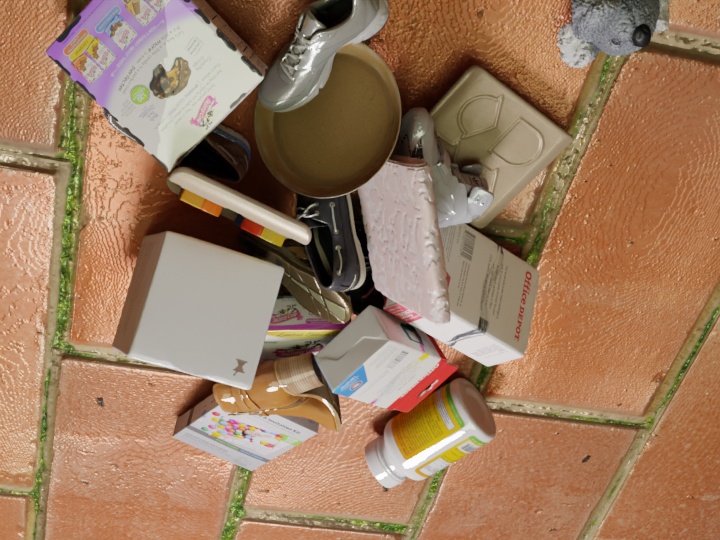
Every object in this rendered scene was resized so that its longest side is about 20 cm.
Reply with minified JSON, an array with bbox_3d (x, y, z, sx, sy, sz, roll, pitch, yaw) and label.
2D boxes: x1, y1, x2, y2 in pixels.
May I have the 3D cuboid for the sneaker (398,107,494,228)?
[{"bbox_3d":[0.110,-0.130,1.368,0.114,0.075,0.201,-8,136,-5],"label":"sneaker"}]

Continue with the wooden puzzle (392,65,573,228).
[{"bbox_3d":[0.156,-0.166,1.422,0.199,0.046,0.185,28,121,-30],"label":"wooden puzzle"}]

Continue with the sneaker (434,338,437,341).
[{"bbox_3d":[0.048,0.092,1.599,0.199,0.067,0.091,-33,120,12],"label":"sneaker"}]

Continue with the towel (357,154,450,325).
[{"bbox_3d":[0.053,-0.048,1.343,0.032,0.191,0.201,-16,108,-20],"label":"towel"}]

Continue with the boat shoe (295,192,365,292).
[{"bbox_3d":[-0.052,-0.068,1.398,0.072,0.201,0.063,-22,175,40],"label":"boat shoe"}]

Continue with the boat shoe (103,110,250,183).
[{"bbox_3d":[-0.233,-0.170,1.361,0.199,0.073,0.072,18,125,-18],"label":"boat shoe"}]

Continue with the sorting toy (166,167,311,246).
[{"bbox_3d":[-0.161,-0.074,1.347,0.184,0.200,0.037,26,86,-12],"label":"sorting toy"}]

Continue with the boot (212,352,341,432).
[{"bbox_3d":[-0.115,0.190,1.549,0.154,0.074,0.200,-17,140,8],"label":"boot"}]

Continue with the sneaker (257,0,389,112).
[{"bbox_3d":[-0.061,-0.274,1.270,0.200,0.076,0.092,-44,162,15],"label":"sneaker"}]

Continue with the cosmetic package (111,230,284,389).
[{"bbox_3d":[-0.222,0.052,1.420,0.166,0.200,0.168,18,84,-19],"label":"cosmetic package"}]

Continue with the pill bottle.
[{"bbox_3d":[0.108,0.268,1.711,0.199,0.111,0.111,-34,124,20],"label":"pill bottle"}]

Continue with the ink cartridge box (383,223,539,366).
[{"bbox_3d":[0.145,0.026,1.494,0.199,0.146,0.084,30,149,-25],"label":"ink cartridge box"}]

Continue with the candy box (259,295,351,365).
[{"bbox_3d":[-0.087,0.110,1.562,0.135,0.061,0.200,0,148,-5],"label":"candy box"}]

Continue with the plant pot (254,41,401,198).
[{"bbox_3d":[-0.038,-0.189,1.322,0.199,0.201,0.027,-32,167,19],"label":"plant pot"}]

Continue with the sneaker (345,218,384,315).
[{"bbox_3d":[0.000,0.000,1.492,0.099,0.071,0.200,8,141,46],"label":"sneaker"}]

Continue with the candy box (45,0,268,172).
[{"bbox_3d":[-0.236,-0.248,1.254,0.168,0.072,0.200,-41,105,13],"label":"candy box"}]

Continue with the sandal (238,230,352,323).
[{"bbox_3d":[-0.084,-0.003,1.472,0.199,0.054,0.081,35,147,21],"label":"sandal"}]

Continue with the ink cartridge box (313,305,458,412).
[{"bbox_3d":[0.041,0.131,1.517,0.116,0.067,0.200,-43,146,16],"label":"ink cartridge box"}]

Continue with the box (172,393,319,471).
[{"bbox_3d":[-0.180,0.243,1.672,0.155,0.041,0.200,29,138,-25],"label":"box"}]

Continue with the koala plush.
[{"bbox_3d":[0.304,-0.332,1.254,0.177,0.184,0.200,-29,147,2],"label":"koala plush"}]
